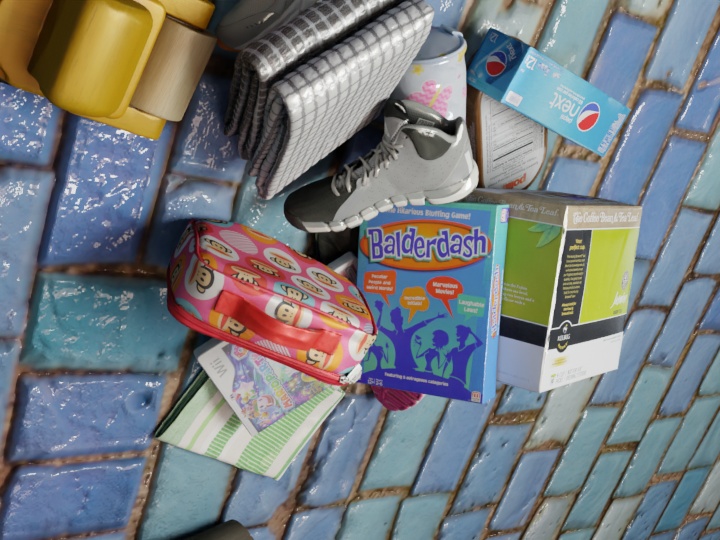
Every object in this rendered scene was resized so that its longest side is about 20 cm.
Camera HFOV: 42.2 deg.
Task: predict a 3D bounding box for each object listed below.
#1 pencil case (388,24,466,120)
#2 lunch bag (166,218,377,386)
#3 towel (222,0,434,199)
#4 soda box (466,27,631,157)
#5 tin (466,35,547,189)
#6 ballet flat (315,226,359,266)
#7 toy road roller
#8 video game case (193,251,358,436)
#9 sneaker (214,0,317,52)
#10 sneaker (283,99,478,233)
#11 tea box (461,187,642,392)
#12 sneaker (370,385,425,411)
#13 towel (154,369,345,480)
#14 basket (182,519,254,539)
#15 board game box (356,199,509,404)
[{"bbox_3d":[0.075,-0.152,0.980,0.090,0.083,0.201,-16,128,-7],"label":"pencil case"},{"bbox_3d":[-0.082,0.031,0.883,0.199,0.176,0.082,24,103,-19],"label":"lunch bag"},{"bbox_3d":[-0.037,-0.168,0.828,0.165,0.086,0.200,-39,176,-20],"label":"towel"},{"bbox_3d":[0.207,-0.191,1.019,0.199,0.068,0.064,17,108,-43],"label":"soda box"},{"bbox_3d":[0.166,-0.169,1.077,0.111,0.042,0.201,-24,131,-19],"label":"tin"},{"bbox_3d":[0.000,0.000,1.062,0.066,0.057,0.200,-23,130,9],"label":"ballet flat"},{"bbox_3d":[-0.192,-0.169,0.712,0.199,0.146,0.123,14,109,-43],"label":"toy road roller"},{"bbox_3d":[-0.066,0.084,1.031,0.199,0.018,0.144,-32,130,-7],"label":"video game case"},{"bbox_3d":[-0.065,-0.278,0.805,0.200,0.076,0.092,-48,123,-6],"label":"sneaker"},{"bbox_3d":[0.013,-0.112,0.908,0.199,0.075,0.116,-14,135,-1],"label":"sneaker"},{"bbox_3d":[0.203,0.013,1.037,0.199,0.133,0.198,-3,104,-52],"label":"tea box"},{"bbox_3d":[0.088,0.094,1.160,0.088,0.081,0.200,-12,141,-57],"label":"sneaker"},{"bbox_3d":[-0.120,0.164,1.086,0.153,0.023,0.200,-52,136,4],"label":"towel"},{"bbox_3d":[-0.212,0.389,1.093,0.199,0.136,0.181,-24,135,-29],"label":"basket"},{"bbox_3d":[0.070,0.026,0.970,0.045,0.151,0.202,-9,103,-64],"label":"board game box"}]
